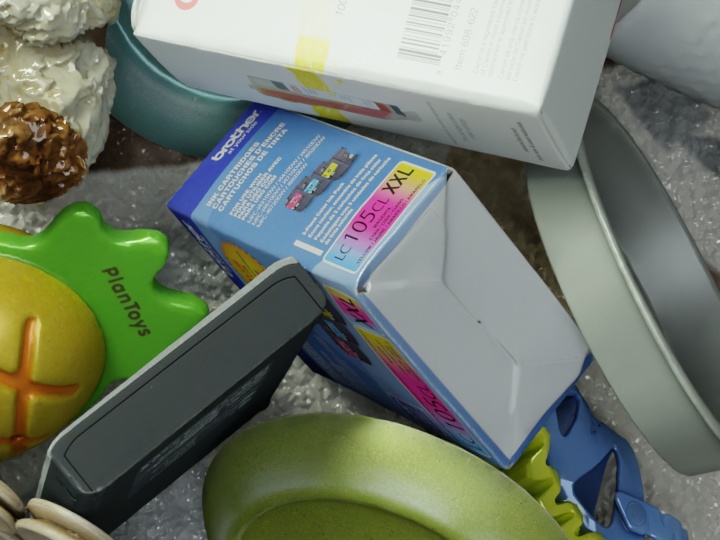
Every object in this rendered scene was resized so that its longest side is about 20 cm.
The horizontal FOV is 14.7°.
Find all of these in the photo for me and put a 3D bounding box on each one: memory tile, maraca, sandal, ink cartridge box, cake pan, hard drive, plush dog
[{"bbox_3d":[-0.188,0.108,1.299,0.199,0.153,0.017,26,72,16],"label":"memory tile"},{"bbox_3d":[-0.172,0.029,1.330,0.199,0.107,0.137,-16,132,15],"label":"maraca"},{"bbox_3d":[0.101,0.100,1.400,0.087,0.079,0.201,-24,89,-40],"label":"sandal"},{"bbox_3d":[0.015,-0.143,1.273,0.199,0.083,0.146,13,78,19],"label":"ink cartridge box"},{"bbox_3d":[0.135,0.012,1.333,0.037,0.200,0.201,-27,97,15],"label":"cake pan"},{"bbox_3d":[-0.088,0.070,1.292,0.139,0.200,0.033,-39,84,-17],"label":"hard drive"},{"bbox_3d":[0.000,0.000,1.316,0.076,0.200,0.137,-48,124,-11],"label":"ink cartridge box"},{"bbox_3d":[-0.158,-0.116,1.299,0.160,0.200,0.173,-4,103,-13],"label":"plush dog"}]

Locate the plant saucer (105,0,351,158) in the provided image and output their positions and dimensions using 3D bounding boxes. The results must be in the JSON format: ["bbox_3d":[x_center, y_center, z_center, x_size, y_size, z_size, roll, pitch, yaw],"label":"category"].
[{"bbox_3d":[-0.059,-0.154,1.375,0.199,0.036,0.201,0,94,-6],"label":"plant saucer"}]

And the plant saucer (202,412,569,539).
[{"bbox_3d":[0.012,0.148,1.339,0.199,0.200,0.031,32,48,-7],"label":"plant saucer"}]

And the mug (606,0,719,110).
[{"bbox_3d":[0.208,-0.166,1.355,0.175,0.148,0.201,23,62,-22],"label":"mug"}]
